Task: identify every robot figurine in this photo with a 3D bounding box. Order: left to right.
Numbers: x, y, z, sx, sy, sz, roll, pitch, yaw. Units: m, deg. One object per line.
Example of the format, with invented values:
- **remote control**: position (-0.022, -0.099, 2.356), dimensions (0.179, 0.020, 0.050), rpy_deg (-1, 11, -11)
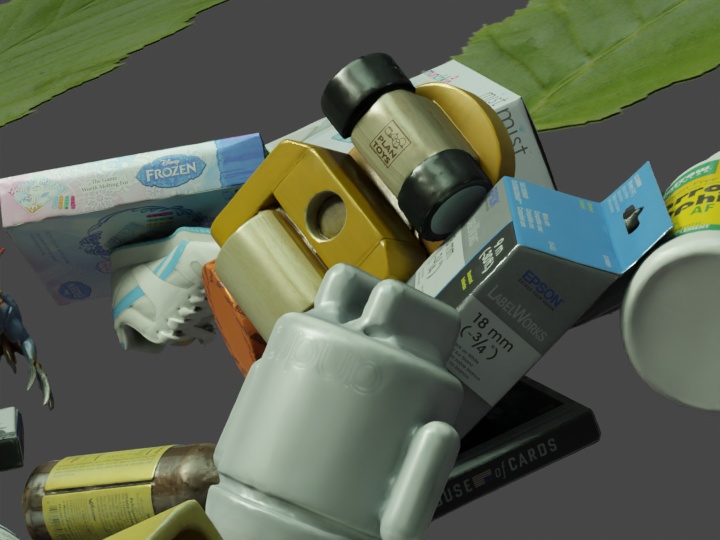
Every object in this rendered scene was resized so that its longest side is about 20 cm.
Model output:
- **robot figurine**: position (-0.016, 0.100, 1.473), dimensions (0.169, 0.113, 0.201), rpy_deg (16, 83, 50)

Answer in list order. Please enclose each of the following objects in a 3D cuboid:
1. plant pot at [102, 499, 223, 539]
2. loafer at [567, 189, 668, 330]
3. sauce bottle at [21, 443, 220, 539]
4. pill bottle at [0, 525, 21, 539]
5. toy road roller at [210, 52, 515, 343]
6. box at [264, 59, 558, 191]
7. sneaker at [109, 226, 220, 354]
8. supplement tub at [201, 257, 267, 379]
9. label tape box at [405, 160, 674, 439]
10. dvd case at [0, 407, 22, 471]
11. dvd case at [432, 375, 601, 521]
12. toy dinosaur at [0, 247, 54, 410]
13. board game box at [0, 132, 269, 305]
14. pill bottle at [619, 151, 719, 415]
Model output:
- **plant pot**: position (-0.144, 0.247, 1.150), dimensions (0.199, 0.196, 0.194), rpy_deg (-19, 14, 36)
- **loafer**: position (0.152, 0.003, 1.761), dimensions (0.200, 0.068, 0.070), rpy_deg (-23, -18, 0)
- **sauce bottle**: position (-0.115, 0.139, 1.637), dimensions (0.199, 0.065, 0.065), rpy_deg (-7, 22, 34)
- **pill bottle**: position (-0.221, 0.201, 1.474), dimensions (0.119, 0.120, 0.200), rpy_deg (-25, 17, -14)
- **toy road roller**: position (0.017, -0.031, 1.726), dimensions (0.200, 0.123, 0.146), rpy_deg (-47, -28, 18)
- **box**: position (0.038, -0.073, 2.058), dimensions (0.176, 0.097, 0.200), rpy_deg (-25, 16, -6)
- **sneaker**: position (-0.116, 0.013, 1.953), dimensions (0.076, 0.081, 0.200), rpy_deg (4, -11, -31)
- **supplement tub**: position (0.000, 0.000, 1.829), dimensions (0.199, 0.123, 0.122), rpy_deg (-25, 18, -13)
- **label tape box**: position (0.088, 0.005, 1.588), dimensions (0.200, 0.063, 0.144), rpy_deg (-47, 12, 13)
- **dvd case**: position (-0.296, 0.123, 1.756), dimensions (0.149, 0.025, 0.200), rpy_deg (-11, 2, -6)
- **dvd case**: position (0.040, 0.103, 1.637), dimensions (0.150, 0.025, 0.200), rpy_deg (-25, 18, -15)
- **toy dinosaur**: position (-0.303, 0.033, 2.022), dimensions (0.104, 0.201, 0.182), rpy_deg (-13, -29, -10)
- **board game box**: position (-0.156, -0.037, 2.029), dimensions (0.198, 0.044, 0.200), rpy_deg (-11, -18, 2)
- **pill bottle**: position (0.223, -0.003, 1.597), dimensions (0.112, 0.113, 0.200), rpy_deg (-14, 18, 20)
